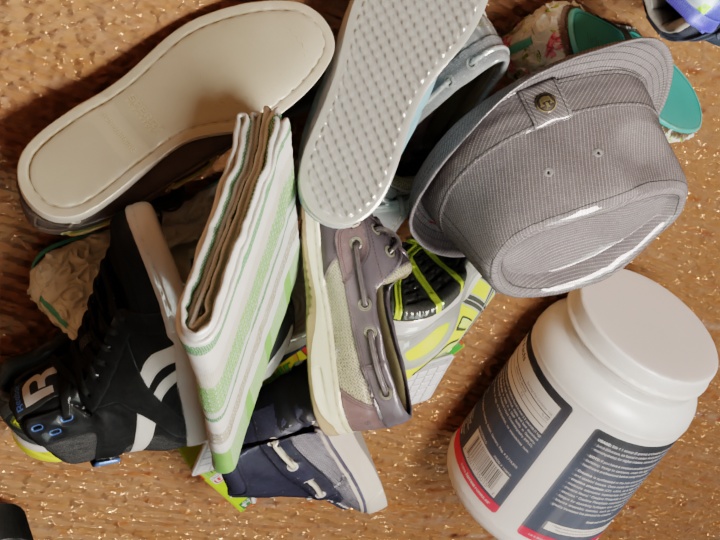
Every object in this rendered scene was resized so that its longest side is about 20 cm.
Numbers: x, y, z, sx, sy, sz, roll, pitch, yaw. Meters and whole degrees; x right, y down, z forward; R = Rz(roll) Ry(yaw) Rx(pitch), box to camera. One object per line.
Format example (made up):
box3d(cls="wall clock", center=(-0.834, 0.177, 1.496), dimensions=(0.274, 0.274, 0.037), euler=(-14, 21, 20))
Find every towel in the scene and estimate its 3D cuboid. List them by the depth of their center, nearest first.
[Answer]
box3d(cls="towel", center=(-0.070, 0.015, 1.337), dimensions=(0.200, 0.031, 0.150), euler=(89, 17, -64))

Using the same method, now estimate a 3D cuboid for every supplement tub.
box3d(cls="supplement tub", center=(0.168, 0.110, 1.807), dimensions=(0.140, 0.141, 0.200), euler=(-2, 137, -44))

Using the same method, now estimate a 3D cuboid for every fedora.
box3d(cls="fedora", center=(0.131, -0.050, 1.465), dimensions=(0.199, 0.090, 0.177), euler=(-19, 150, -22))

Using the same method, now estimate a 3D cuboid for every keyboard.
box3d(cls="keyboard", center=(-0.025, 0.098, 1.625), dimensions=(0.199, 0.011, 0.056), euler=(-16, 145, -31))

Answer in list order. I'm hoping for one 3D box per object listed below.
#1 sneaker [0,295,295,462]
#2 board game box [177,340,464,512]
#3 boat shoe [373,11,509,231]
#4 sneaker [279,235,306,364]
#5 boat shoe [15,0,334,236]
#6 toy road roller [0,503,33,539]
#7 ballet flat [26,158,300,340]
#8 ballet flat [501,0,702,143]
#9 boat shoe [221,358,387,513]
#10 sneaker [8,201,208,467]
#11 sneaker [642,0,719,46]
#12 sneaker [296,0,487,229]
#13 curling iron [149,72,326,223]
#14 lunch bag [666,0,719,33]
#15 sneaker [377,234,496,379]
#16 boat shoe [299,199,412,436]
box3d(cls="sneaker", center=(-0.134, 0.058, 1.457), dimensions=(0.199, 0.075, 0.085), euler=(-27, 155, 4))
box3d(cls="board game box", center=(-0.032, 0.078, 1.648), dimensions=(0.200, 0.048, 0.102), euler=(-36, 151, 1))
box3d(cls="boat shoe", center=(0.033, -0.082, 1.471), dimensions=(0.074, 0.065, 0.202), euler=(-8, 141, -39))
box3d(cls="sneaker", center=(-0.081, 0.049, 1.540), dimensions=(0.200, 0.075, 0.085), euler=(-30, 158, 4))
box3d(cls="boat shoe", center=(-0.104, -0.085, 1.326), dimensions=(0.200, 0.072, 0.060), euler=(-34, 172, -17))
box3d(cls="toy road roller", center=(-0.290, 0.223, 1.519), dimensions=(0.146, 0.123, 0.200), euler=(-30, 152, 11))
box3d(cls="ballet flat", center=(-0.105, -0.005, 1.438), dimensions=(0.199, 0.072, 0.072), euler=(-23, 148, -24))
box3d(cls="ballet flat", center=(0.154, -0.128, 1.548), dimensions=(0.064, 0.076, 0.200), euler=(-16, 157, 31))
box3d(cls="boat shoe", center=(-0.045, 0.123, 1.568), dimensions=(0.092, 0.075, 0.200), euler=(-24, 151, 1))
box3d(cls="sneaker", center=(-0.150, 0.050, 1.347), dimensions=(0.111, 0.073, 0.200), euler=(-16, 141, -8))
box3d(cls="sneaker", center=(0.261, -0.220, 1.500), dimensions=(0.146, 0.077, 0.202), euler=(0, 136, -50))
box3d(cls="sneaker", center=(0.011, -0.120, 1.380), dimensions=(0.200, 0.074, 0.082), euler=(-61, -171, -4))
box3d(cls="curling iron", center=(-0.069, -0.080, 1.401), dimensions=(0.200, 0.026, 0.050), euler=(-30, 109, -19))
box3d(cls="lunch bag", center=(0.180, -0.250, 1.251), dimensions=(0.170, 0.200, 0.127), euler=(-49, 147, 21))
box3d(cls="sneaker", center=(0.053, 0.008, 1.566), dimensions=(0.200, 0.075, 0.077), euler=(-35, 146, -51))
box3d(cls="boat shoe", center=(0.000, 0.000, 1.442), dimensions=(0.065, 0.201, 0.072), euler=(-3, 179, 11))
